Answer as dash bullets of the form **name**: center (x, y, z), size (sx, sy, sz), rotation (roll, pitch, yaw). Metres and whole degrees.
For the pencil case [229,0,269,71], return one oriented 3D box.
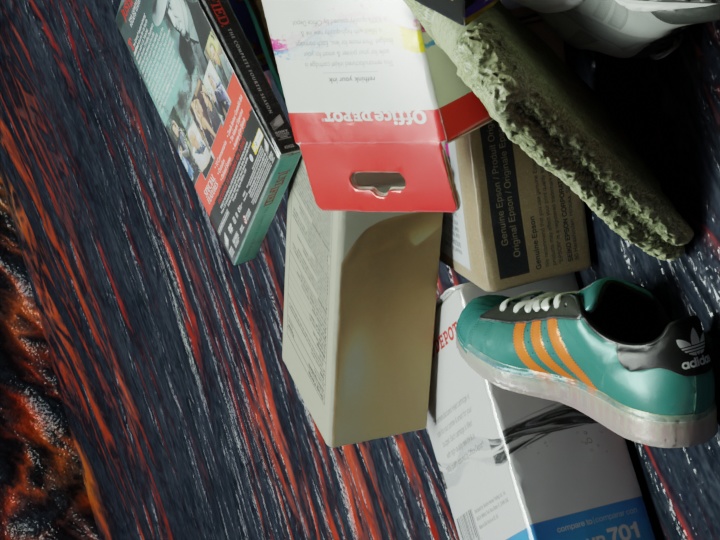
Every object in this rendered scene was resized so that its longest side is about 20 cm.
- **pencil case**: center (-0.111, -0.221, 1.837), size (0.087, 0.078, 0.201), rotation (-75, -25, -76)

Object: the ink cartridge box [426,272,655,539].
- **ink cartridge box**: center (0.105, 0.113, 1.718), size (0.146, 0.086, 0.201), rotation (130, 126, -70)

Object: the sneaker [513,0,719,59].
- **sneaker**: center (0.152, -0.148, 1.408), size (0.079, 0.074, 0.200), rotation (45, 166, -22)

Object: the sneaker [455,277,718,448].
- **sneaker**: center (0.131, 0.035, 1.569), size (0.200, 0.071, 0.080), rotation (21, 119, 47)

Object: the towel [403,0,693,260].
- **towel**: center (0.101, -0.088, 1.483), size (0.200, 0.036, 0.149), rotation (37, -164, -46)

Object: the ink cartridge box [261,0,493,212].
- **ink cartridge box**: center (0.011, -0.137, 1.554), size (0.116, 0.067, 0.201), rotation (2, 113, 41)

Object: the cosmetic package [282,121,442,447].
- **cosmetic package**: center (0.000, 0.000, 1.717), size (0.105, 0.071, 0.200), rotation (-119, 26, -48)

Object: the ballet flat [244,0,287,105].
- **ballet flat**: center (-0.057, -0.200, 1.750), size (0.200, 0.072, 0.068), rotation (62, -175, 3)

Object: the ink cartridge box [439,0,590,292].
- **ink cartridge box**: center (0.066, -0.092, 1.706), size (0.200, 0.075, 0.165), rotation (-145, 43, -67)

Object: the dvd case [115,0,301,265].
- **dvd case**: center (-0.101, -0.122, 1.756), size (0.200, 0.022, 0.146), rotation (62, 155, 20)

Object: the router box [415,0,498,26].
- **router box**: center (-0.006, -0.237, 1.405), size (0.200, 0.052, 0.158), rotation (31, 145, 29)
